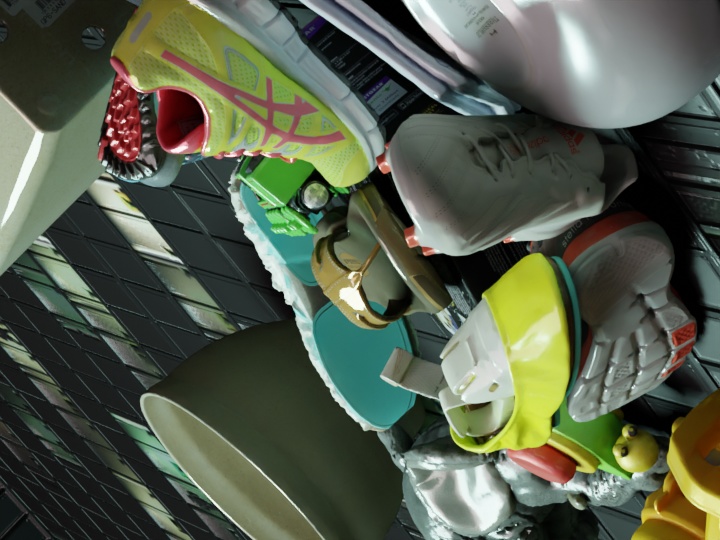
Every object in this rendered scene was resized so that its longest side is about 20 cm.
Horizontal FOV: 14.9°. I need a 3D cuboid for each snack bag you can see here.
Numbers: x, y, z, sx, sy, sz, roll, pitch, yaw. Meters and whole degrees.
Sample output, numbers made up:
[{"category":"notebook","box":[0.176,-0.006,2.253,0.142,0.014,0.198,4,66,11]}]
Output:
[{"category":"snack bag","box":[0.004,-0.126,1.377,0.189,0.021,0.200,37,-174,18]}]

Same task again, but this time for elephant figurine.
[{"category":"elephant figurine","box":[0.099,0.109,1.692,0.200,0.155,0.142,97,169,-57]}]

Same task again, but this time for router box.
[{"category":"router box","box":[0.039,-0.035,1.530,0.149,0.051,0.200,41,166,46]}]

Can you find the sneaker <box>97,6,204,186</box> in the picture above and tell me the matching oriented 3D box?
[{"category":"sneaker","box":[-0.086,-0.102,1.514,0.095,0.079,0.200,17,-153,-7]}]

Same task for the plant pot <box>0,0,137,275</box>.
[{"category":"plant pot","box":[-0.217,-0.141,1.687,0.200,0.200,0.177,46,153,-5]}]

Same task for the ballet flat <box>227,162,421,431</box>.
[{"category":"ballet flat","box":[-0.018,0.005,1.754,0.200,0.072,0.072,63,159,-13]}]

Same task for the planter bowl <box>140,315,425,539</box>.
[{"category":"planter bowl","box":[-0.040,0.112,1.961,0.200,0.135,0.200,39,163,14]}]

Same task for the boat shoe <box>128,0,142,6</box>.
[{"category":"boat shoe","box":[-0.132,-0.178,1.502,0.200,0.073,0.063,29,170,30]}]

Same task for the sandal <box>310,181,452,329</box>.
[{"category":"sandal","box":[0.000,0.000,1.510,0.080,0.054,0.200,53,169,-6]}]

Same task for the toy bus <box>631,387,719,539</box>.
[{"category":"toy bus","box":[0.218,0.117,1.405,0.200,0.136,0.192,28,144,50]}]

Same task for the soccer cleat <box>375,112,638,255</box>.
[{"category":"soccer cleat","box":[0.070,-0.047,1.282,0.200,0.078,0.069,-2,-109,-68]}]

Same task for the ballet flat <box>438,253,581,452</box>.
[{"category":"ballet flat","box":[0.074,0.052,1.428,0.200,0.067,0.067,91,162,-69]}]

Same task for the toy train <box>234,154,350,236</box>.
[{"category":"toy train","box":[-0.044,-0.049,1.556,0.056,0.042,0.200,39,177,-5]}]

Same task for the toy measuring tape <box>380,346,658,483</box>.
[{"category":"toy measuring tape","box":[0.084,0.074,1.599,0.200,0.074,0.074,20,153,34]}]

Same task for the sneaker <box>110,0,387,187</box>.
[{"category":"sneaker","box":[-0.060,-0.087,1.371,0.078,0.090,0.200,43,180,39]}]

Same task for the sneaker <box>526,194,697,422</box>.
[{"category":"sneaker","box":[0.127,0.007,1.459,0.082,0.077,0.200,58,167,29]}]

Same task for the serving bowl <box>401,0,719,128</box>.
[{"category":"serving bowl","box":[0.066,-0.133,1.233,0.200,0.066,0.200,40,163,15]}]
